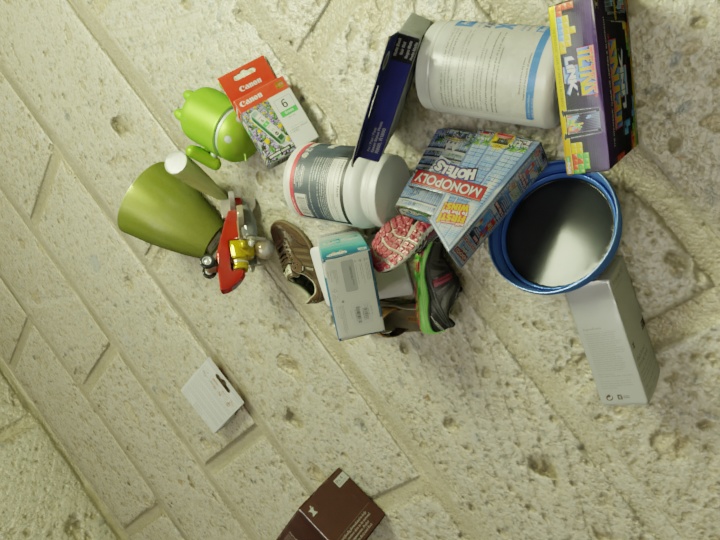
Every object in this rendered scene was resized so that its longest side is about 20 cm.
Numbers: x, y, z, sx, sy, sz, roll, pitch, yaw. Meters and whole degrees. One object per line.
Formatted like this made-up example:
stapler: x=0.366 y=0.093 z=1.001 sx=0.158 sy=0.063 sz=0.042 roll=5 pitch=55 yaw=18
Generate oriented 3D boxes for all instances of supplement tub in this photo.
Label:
supplement tub: x=-0.026 y=-0.152 z=1.042 sx=0.199 sy=0.140 sz=0.141 roll=12 pitch=118 yaw=32
supplement tub: x=0.193 y=-0.280 z=0.827 sx=0.199 sy=0.132 sz=0.133 roll=18 pitch=121 yaw=28

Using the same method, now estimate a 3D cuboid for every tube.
tube: x=-0.345 y=-0.193 z=1.251 sx=0.052 sy=0.200 sz=0.058 roll=-14 pitch=76 yaw=10

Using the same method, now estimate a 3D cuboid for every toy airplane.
toy airplane: x=-0.250 y=-0.068 z=1.249 sx=0.140 sy=0.200 sz=0.200 roll=13 pitch=113 yaw=-5

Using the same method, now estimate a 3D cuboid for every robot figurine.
robot figurine: x=-0.282 y=-0.295 z=1.181 sx=0.199 sy=0.116 sz=0.176 roll=32 pitch=95 yaw=21

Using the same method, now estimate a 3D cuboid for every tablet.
tablet: x=0.000 y=0.000 z=1.155 sx=0.199 sy=0.014 sz=0.131 roll=-10 pitch=104 yaw=27

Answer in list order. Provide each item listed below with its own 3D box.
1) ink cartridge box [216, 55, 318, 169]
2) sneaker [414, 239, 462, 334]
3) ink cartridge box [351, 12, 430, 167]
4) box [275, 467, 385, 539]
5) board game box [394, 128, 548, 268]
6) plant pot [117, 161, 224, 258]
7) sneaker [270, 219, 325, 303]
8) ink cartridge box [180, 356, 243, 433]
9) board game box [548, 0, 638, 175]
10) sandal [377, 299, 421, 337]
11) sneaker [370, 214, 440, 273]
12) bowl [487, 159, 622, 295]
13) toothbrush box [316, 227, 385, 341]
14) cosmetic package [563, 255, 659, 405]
ink cartridge box: x=-0.176 y=-0.306 z=1.100 sx=0.201 sy=0.109 sz=0.050 roll=59 pitch=169 yaw=-2
sneaker: x=0.142 y=0.015 z=1.053 sx=0.083 sy=0.077 sz=0.202 roll=-2 pitch=104 yaw=-4
ink cartridge box: x=0.050 y=-0.274 z=0.894 sx=0.040 sy=0.200 sz=0.200 roll=21 pitch=125 yaw=2
box: x=-0.078 y=0.635 z=1.431 sx=0.164 sy=0.166 sz=0.201 roll=41 pitch=130 yaw=15
board game box: x=0.147 y=-0.116 z=0.887 sx=0.199 sy=0.201 sz=0.062 roll=22 pitch=168 yaw=37
plant pot: x=-0.414 y=-0.118 z=1.342 sx=0.199 sy=0.187 sz=0.188 roll=31 pitch=128 yaw=2
sneaker: x=-0.135 y=-0.019 z=1.228 sx=0.200 sy=0.075 sz=0.070 roll=51 pitch=131 yaw=5
ink cartridge box: x=-0.401 y=0.342 z=1.620 sx=0.163 sy=0.057 sz=0.200 roll=49 pitch=122 yaw=7
board game box: x=0.302 y=-0.240 z=0.742 sx=0.056 sy=0.165 sz=0.201 roll=-1 pitch=111 yaw=36
sandal: x=0.061 y=0.103 z=1.144 sx=0.199 sy=0.054 sz=0.081 roll=-3 pitch=125 yaw=35
sneaker: x=0.102 y=-0.063 z=0.975 sx=0.200 sy=0.075 sz=0.081 roll=-40 pitch=52 yaw=8
bowl: x=0.284 y=-0.061 z=0.859 sx=0.200 sy=0.039 sz=0.202 roll=-16 pitch=66 yaw=39
toothbrush box: x=-0.022 y=0.018 z=1.043 sx=0.085 sy=0.200 sz=0.147 roll=-12 pitch=105 yaw=-5
cosmetic package: x=0.382 y=0.091 z=0.881 sx=0.074 sy=0.102 sz=0.201 roll=-12 pitch=104 yaw=39
